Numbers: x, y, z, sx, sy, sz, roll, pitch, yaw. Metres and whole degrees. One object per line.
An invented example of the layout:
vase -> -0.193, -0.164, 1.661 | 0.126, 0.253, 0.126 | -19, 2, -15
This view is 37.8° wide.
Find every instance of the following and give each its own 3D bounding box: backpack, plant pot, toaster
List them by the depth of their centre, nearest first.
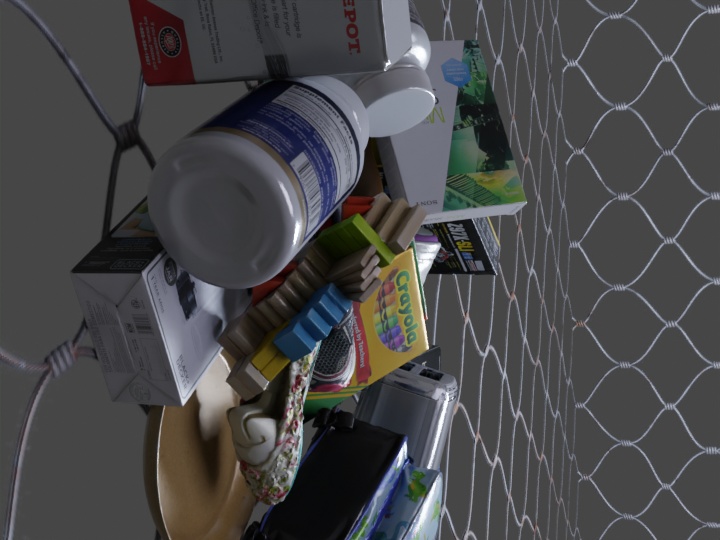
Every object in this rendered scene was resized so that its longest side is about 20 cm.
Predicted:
plant pot -> -0.130, 0.145, 0.881 | 0.200, 0.027, 0.201 | 1, 90, -72
backpack -> -0.008, 0.263, 1.019 | 0.183, 0.146, 0.200 | -57, 161, -34
toaster -> 0.045, 0.173, 1.200 | 0.200, 0.113, 0.130 | 3, 103, -80

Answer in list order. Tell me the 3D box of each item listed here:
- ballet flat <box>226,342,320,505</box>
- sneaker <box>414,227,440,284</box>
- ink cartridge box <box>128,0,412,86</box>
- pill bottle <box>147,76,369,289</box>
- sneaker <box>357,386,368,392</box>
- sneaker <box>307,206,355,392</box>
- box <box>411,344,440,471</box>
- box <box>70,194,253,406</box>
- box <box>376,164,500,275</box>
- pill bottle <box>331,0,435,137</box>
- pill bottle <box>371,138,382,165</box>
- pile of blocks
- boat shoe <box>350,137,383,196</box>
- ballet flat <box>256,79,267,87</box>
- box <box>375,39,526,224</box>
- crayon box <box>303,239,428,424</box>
ballet flat -> -0.079, 0.099, 0.875 | 0.064, 0.075, 0.201 | 3, 99, -50
sneaker -> 0.000, 0.000, 1.104 | 0.199, 0.075, 0.100 | 2, 113, -38
ink cartridge box -> -0.069, -0.221, 0.785 | 0.084, 0.199, 0.145 | -51, 138, -60
pill bottle -> -0.063, -0.077, 0.774 | 0.200, 0.111, 0.112 | -53, 139, -58
sneaker -> 0.002, 0.077, 1.163 | 0.200, 0.089, 0.079 | -64, 149, -52
sneaker -> -0.045, 0.009, 0.928 | 0.075, 0.080, 0.201 | 131, -47, -63
box -> 0.069, 0.208, 1.428 | 0.160, 0.043, 0.201 | -6, 97, -71
box -> -0.134, 0.000, 0.815 | 0.200, 0.060, 0.117 | -60, 146, -54
box -> 0.069, -0.056, 1.249 | 0.200, 0.159, 0.050 | 54, 40, -58
pill bottle -> 0.004, -0.236, 1.030 | 0.111, 0.110, 0.201 | 40, 28, -66
pill bottle -> 0.047, -0.158, 1.254 | 0.200, 0.111, 0.112 | 70, 28, -46
pile of blocks -> -0.036, 0.006, 0.798 | 0.062, 0.082, 0.200 | 47, 74, -17
boat shoe -> -0.018, -0.116, 1.136 | 0.070, 0.070, 0.201 | -137, -138, -59
ballet flat -> -0.071, -0.146, 0.991 | 0.071, 0.069, 0.201 | 60, 31, -61
box -> 0.085, -0.150, 1.125 | 0.036, 0.144, 0.201 | -40, -118, 62
crayon box -> -0.006, 0.049, 1.034 | 0.199, 0.051, 0.127 | -29, 125, -25
